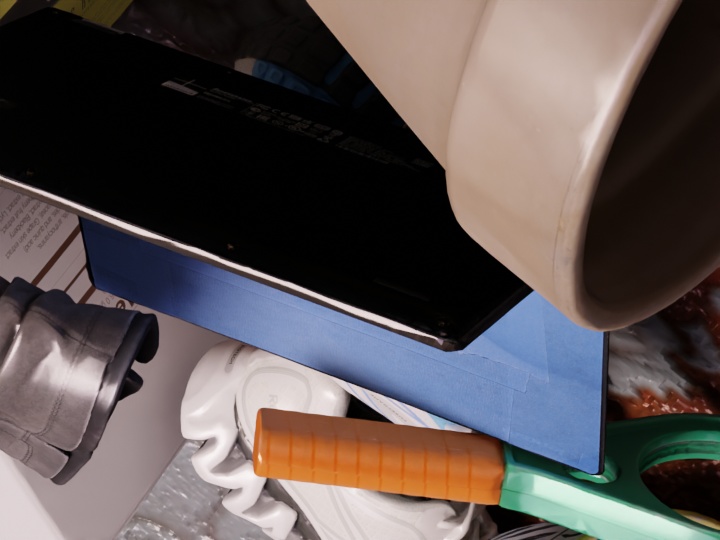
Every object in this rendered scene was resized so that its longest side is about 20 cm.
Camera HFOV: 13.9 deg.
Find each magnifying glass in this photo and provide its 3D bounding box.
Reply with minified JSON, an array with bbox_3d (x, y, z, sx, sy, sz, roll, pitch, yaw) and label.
[{"bbox_3d":[0.065,0.065,0.945,0.199,0.080,0.023,5,117,-6],"label":"magnifying glass"}]

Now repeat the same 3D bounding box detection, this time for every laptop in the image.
[{"bbox_3d":[-0.032,0.009,0.848,0.186,0.200,0.116,19,112,17],"label":"laptop"}]

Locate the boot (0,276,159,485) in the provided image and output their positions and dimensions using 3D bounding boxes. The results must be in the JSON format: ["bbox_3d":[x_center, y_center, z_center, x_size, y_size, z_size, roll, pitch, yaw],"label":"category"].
[{"bbox_3d":[-0.147,0.032,0.948,0.131,0.070,0.200,28,162,-13],"label":"boot"}]

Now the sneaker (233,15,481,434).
[{"bbox_3d":[0.000,0.000,0.986,0.086,0.075,0.200,8,138,46],"label":"sneaker"}]

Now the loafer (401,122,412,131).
[{"bbox_3d":[0.061,-0.066,0.856,0.200,0.072,0.063,-27,97,49],"label":"loafer"}]

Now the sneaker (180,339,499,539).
[{"bbox_3d":[0.020,0.101,1.099,0.081,0.075,0.200,-20,121,40],"label":"sneaker"}]

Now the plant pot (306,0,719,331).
[{"bbox_3d":[0.044,-0.114,0.694,0.173,0.200,0.200,36,149,18],"label":"plant pot"}]

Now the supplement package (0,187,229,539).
[{"bbox_3d":[-0.154,-0.003,1.080,0.121,0.120,0.200,4,134,40],"label":"supplement package"}]

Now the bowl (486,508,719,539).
[{"bbox_3d":[0.054,0.167,1.043,0.094,0.201,0.201,20,146,44],"label":"bowl"}]

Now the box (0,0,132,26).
[{"bbox_3d":[-0.174,-0.130,0.982,0.199,0.075,0.050,29,148,11],"label":"box"}]
